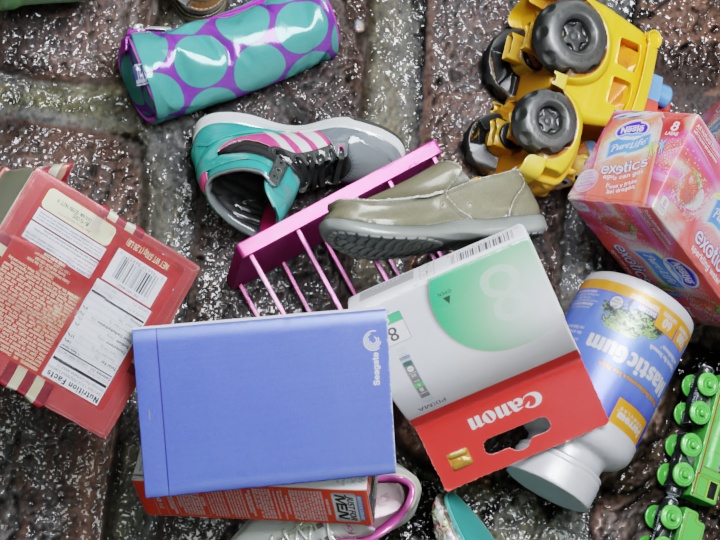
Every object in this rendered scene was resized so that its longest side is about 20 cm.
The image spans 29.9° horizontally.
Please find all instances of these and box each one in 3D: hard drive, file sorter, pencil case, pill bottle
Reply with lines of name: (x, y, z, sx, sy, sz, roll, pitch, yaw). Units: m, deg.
hard drive: (-0.074, 0.103, 1.061, 0.198, 0.025, 0.133, -5, 97, -8)
file sorter: (0.000, 0.000, 1.204, 0.199, 0.139, 0.126, -29, 84, -14)
pencil case: (-0.123, -0.209, 1.260, 0.199, 0.085, 0.093, -22, 110, -14)
pill bottle: (0.213, 0.112, 1.225, 0.112, 0.112, 0.201, 30, 74, -1)

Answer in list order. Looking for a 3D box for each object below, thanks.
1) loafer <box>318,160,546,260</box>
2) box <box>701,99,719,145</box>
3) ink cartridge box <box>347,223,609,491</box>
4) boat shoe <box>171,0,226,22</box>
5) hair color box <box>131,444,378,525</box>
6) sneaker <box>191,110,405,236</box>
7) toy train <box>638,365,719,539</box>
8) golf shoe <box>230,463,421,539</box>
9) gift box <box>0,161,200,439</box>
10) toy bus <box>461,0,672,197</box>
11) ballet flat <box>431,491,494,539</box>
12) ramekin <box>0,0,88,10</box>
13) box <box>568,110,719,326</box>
loafer: (0.057, -0.052, 1.124, 0.199, 0.075, 0.070, -3, 77, -23)
box: (0.374, -0.113, 1.256, 0.102, 0.200, 0.095, 30, 74, -2)
ink cartridge box: (0.101, 0.082, 1.117, 0.160, 0.050, 0.201, -24, 105, 9)
boat shoe: (-0.189, -0.334, 1.287, 0.075, 0.068, 0.200, -35, 84, -15)
hair color box: (-0.083, 0.150, 1.149, 0.198, 0.064, 0.111, 1, 51, 8)
sneaker: (-0.058, -0.083, 1.219, 0.198, 0.084, 0.121, 3, 44, -2)
toy train: (0.310, 0.188, 1.262, 0.056, 0.042, 0.201, 24, 74, -13)
golf shoe: (-0.036, 0.223, 1.172, 0.199, 0.092, 0.076, -28, 85, -13)
gift box: (-0.248, 0.014, 1.121, 0.184, 0.186, 0.201, 38, 76, -22)
toy bus: (0.213, -0.148, 1.288, 0.191, 0.136, 0.201, 21, 76, -20)
ballet flat: (0.117, 0.291, 1.195, 0.064, 0.076, 0.200, -44, 80, 18)
ramekin: (-0.280, -0.335, 1.212, 0.097, 0.200, 0.202, -3, 77, -17)
box: (0.290, -0.045, 1.225, 0.200, 0.094, 0.103, 45, 67, -37)
